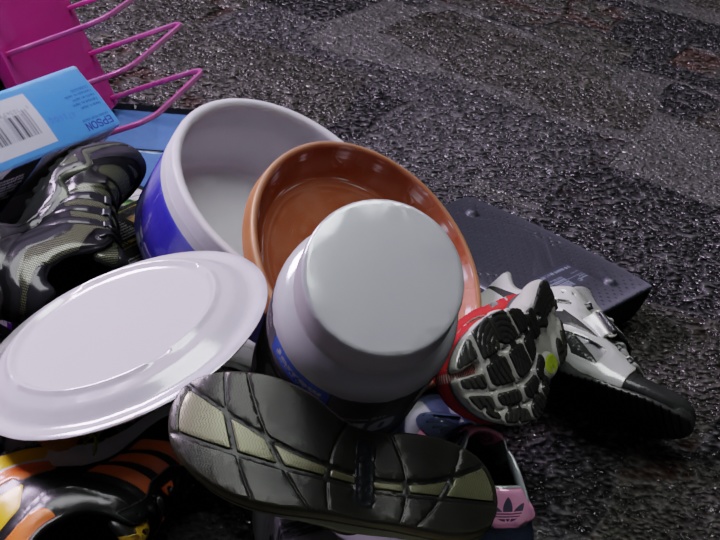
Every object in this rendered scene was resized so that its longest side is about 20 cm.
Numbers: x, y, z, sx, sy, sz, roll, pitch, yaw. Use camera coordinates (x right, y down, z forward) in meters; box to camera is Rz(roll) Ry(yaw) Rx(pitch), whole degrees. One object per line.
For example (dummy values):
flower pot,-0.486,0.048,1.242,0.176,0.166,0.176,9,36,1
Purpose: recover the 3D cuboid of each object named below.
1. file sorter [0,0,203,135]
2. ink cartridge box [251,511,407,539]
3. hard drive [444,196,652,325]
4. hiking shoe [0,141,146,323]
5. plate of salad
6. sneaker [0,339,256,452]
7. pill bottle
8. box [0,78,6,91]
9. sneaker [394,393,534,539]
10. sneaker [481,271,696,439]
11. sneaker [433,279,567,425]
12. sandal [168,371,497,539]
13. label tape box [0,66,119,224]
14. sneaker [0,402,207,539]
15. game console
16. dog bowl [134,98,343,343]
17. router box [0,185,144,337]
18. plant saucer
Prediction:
file sorter,-0.243,-0.224,1.417,0.125,0.201,0.139,-14,22,25
ink cartridge box,0.006,0.185,0.957,0.115,0.067,0.200,2,28,-13
hard drive,0.128,0.004,1.358,0.199,0.043,0.134,28,33,33
hiking shoe,-0.202,-0.018,1.179,0.100,0.076,0.200,27,46,13
plate of salad,-0.149,0.051,1.026,0.199,0.048,0.200,-17,28,9
sneaker,-0.149,0.099,1.091,0.199,0.075,0.082,-12,48,-22
pill bottle,-0.003,0.037,0.996,0.113,0.200,0.115,3,69,-8
box,-0.389,-0.197,1.391,0.117,0.201,0.197,-15,27,10
sneaker,0.073,0.124,1.073,0.070,0.083,0.200,-1,29,-16
sneaker,0.168,0.055,1.208,0.199,0.074,0.089,25,67,25
sneaker,0.083,0.065,1.103,0.084,0.078,0.200,-19,3,23
sandal,-0.019,0.121,0.941,0.200,0.057,0.080,20,56,-11
label tape box,-0.294,-0.059,1.250,0.066,0.200,0.143,49,36,6
sneaker,-0.138,0.143,1.003,0.199,0.070,0.090,-13,40,-27
game console,-0.209,-0.106,1.481,0.198,0.031,0.177,4,28,-8
dog bowl,-0.070,-0.033,1.248,0.199,0.079,0.201,22,41,-21
router box,-0.197,0.002,1.259,0.149,0.051,0.200,25,32,25
plant saucer,0.000,0.000,1.178,0.199,0.032,0.201,20,52,-27
